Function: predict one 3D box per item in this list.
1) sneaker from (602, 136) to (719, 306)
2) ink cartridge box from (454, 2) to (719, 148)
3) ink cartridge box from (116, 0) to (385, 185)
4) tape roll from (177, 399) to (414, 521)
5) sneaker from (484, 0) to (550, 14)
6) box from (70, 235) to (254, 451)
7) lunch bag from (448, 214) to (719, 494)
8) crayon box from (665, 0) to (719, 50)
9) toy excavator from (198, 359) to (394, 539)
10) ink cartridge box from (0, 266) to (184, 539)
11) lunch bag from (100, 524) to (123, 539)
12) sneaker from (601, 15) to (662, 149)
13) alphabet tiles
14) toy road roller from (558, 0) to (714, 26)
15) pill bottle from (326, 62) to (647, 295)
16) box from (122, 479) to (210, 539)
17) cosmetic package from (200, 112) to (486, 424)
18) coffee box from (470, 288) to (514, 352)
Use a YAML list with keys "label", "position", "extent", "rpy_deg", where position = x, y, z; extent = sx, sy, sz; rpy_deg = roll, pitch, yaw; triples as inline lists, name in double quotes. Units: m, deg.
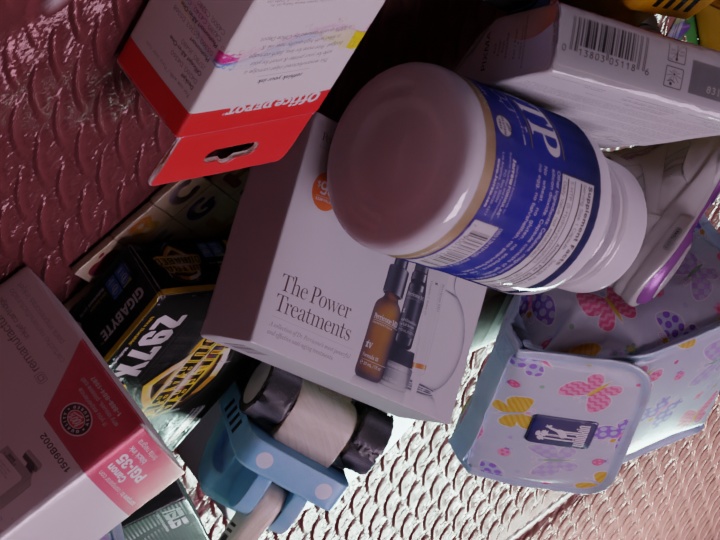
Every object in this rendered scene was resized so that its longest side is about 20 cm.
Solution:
- label: "sneaker"
  position: [0.198, -0.066, 1.797]
  extent: [0.200, 0.100, 0.075]
  rpy_deg: [-53, 171, -42]
- label: "ink cartridge box"
  position: [0.139, -0.121, 1.678]
  extent: [0.162, 0.050, 0.200]
  rpy_deg: [13, 175, -27]
- label: "ink cartridge box"
  position: [-0.056, -0.144, 1.464]
  extent: [0.116, 0.067, 0.200]
  rpy_deg: [-14, 147, -46]
- label: "tape roll"
  position: [-0.038, 0.106, 1.980]
  extent: [0.200, 0.066, 0.200]
  rpy_deg: [-33, 158, -15]
- label: "sneaker"
  position: [0.061, -0.198, 1.555]
  extent: [0.078, 0.070, 0.200]
  rpy_deg: [-26, 157, 1]
- label: "box"
  position: [-0.138, 0.056, 1.730]
  extent: [0.160, 0.049, 0.200]
  rpy_deg: [-4, 143, -50]
- label: "lunch bag"
  position: [0.167, 0.068, 1.849]
  extent: [0.200, 0.127, 0.170]
  rpy_deg: [-19, 149, -28]
- label: "crayon box"
  position: [0.278, -0.207, 1.782]
  extent: [0.200, 0.052, 0.126]
  rpy_deg: [-60, 161, -12]
- label: "toy excavator"
  position: [-0.070, 0.159, 1.792]
  extent: [0.100, 0.194, 0.200]
  rpy_deg: [29, 104, -19]
- label: "ink cartridge box"
  position: [-0.232, 0.120, 1.589]
  extent: [0.200, 0.147, 0.083]
  rpy_deg: [-38, 152, -4]
- label: "lunch bag"
  position: [-0.238, 0.234, 1.689]
  extent: [0.200, 0.170, 0.127]
  rpy_deg: [-18, 164, 5]
- label: "sneaker"
  position: [0.136, -0.111, 1.813]
  extent: [0.200, 0.081, 0.075]
  rpy_deg: [-33, 159, -10]
- label: "alphabet tiles"
  position: [-0.112, -0.008, 1.719]
  extent: [0.166, 0.006, 0.200]
  rpy_deg: [-40, 158, 5]
- label: "toy road roller"
  position: [0.164, -0.207, 1.621]
  extent: [0.146, 0.123, 0.200]
  rpy_deg: [-37, 162, 27]
- label: "pill bottle"
  position: [0.086, -0.049, 1.638]
  extent: [0.200, 0.120, 0.120]
  rpy_deg: [17, 122, -47]
- label: "box"
  position: [-0.194, 0.197, 1.871]
  extent: [0.160, 0.044, 0.200]
  rpy_deg: [-24, 164, -5]
- label: "cosmetic package"
  position: [0.000, 0.000, 1.676]
  extent: [0.200, 0.052, 0.151]
  rpy_deg: [24, 76, -46]
- label: "coffee box"
  position: [0.067, -0.006, 1.860]
  extent: [0.200, 0.114, 0.080]
  rpy_deg: [-22, 152, -34]
